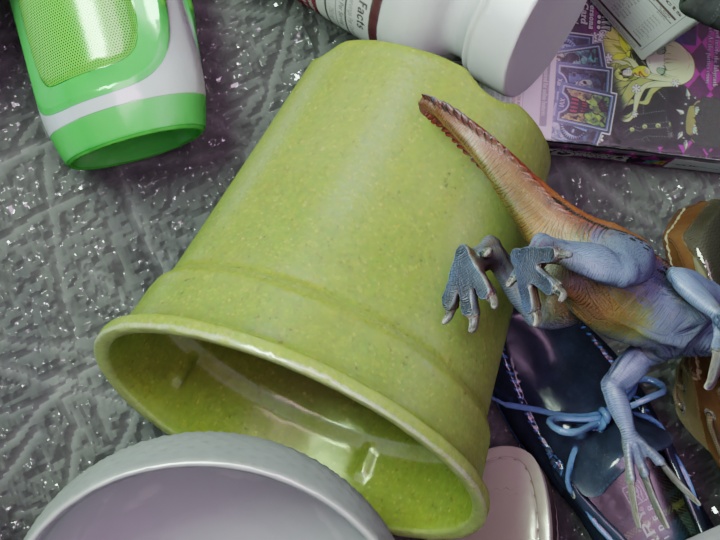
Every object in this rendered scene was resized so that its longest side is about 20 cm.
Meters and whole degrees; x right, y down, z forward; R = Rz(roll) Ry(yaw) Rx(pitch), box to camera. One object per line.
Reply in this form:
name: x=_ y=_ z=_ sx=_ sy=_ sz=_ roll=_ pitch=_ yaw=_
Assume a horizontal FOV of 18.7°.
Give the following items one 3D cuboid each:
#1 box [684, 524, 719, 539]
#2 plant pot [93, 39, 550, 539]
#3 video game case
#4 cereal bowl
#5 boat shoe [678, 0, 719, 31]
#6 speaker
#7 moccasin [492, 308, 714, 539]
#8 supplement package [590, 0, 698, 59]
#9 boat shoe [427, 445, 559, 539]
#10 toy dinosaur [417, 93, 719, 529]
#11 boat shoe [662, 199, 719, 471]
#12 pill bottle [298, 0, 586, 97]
box: x=0.181 y=0.180 z=1.050 sx=0.199 sy=0.048 sz=0.123 roll=-22 pitch=121 yaw=-9
plant pot: x=0.000 y=0.000 z=1.049 sx=0.199 sy=0.200 sz=0.185 roll=25 pitch=69 yaw=-4
video game case: x=0.122 y=-0.159 z=1.150 sx=0.180 sy=0.036 sz=0.202 roll=5 pitch=82 yaw=-7
cereal bowl: x=-0.068 y=0.164 z=1.043 sx=0.198 sy=0.083 sz=0.202 roll=1 pitch=109 yaw=4
boat shoe: x=0.191 y=-0.204 z=1.002 sx=0.056 sy=0.069 sz=0.202 roll=12 pitch=84 yaw=-9
speaker: x=-0.137 y=-0.157 z=1.090 sx=0.088 sy=0.088 sz=0.202 roll=-15 pitch=85 yaw=-9
moccasin: x=0.135 y=0.093 z=1.103 sx=0.080 sy=0.068 sz=0.200 roll=-37 pitch=89 yaw=-11
supplement package: x=0.174 y=-0.237 z=1.093 sx=0.200 sy=0.111 sz=0.156 roll=-43 pitch=92 yaw=-12
boat shoe: x=0.070 y=0.190 z=1.088 sx=0.071 sy=0.059 sz=0.202 roll=-1 pitch=77 yaw=32
toy dinosaur: x=0.136 y=0.007 z=0.973 sx=0.180 sy=0.105 sz=0.202 roll=2 pitch=71 yaw=-36
boat shoe: x=0.189 y=0.062 z=1.086 sx=0.076 sy=0.073 sz=0.201 roll=-46 pitch=118 yaw=-43
pill bottle: x=0.013 y=-0.171 z=1.071 sx=0.199 sy=0.113 sz=0.113 roll=33 pitch=79 yaw=16
